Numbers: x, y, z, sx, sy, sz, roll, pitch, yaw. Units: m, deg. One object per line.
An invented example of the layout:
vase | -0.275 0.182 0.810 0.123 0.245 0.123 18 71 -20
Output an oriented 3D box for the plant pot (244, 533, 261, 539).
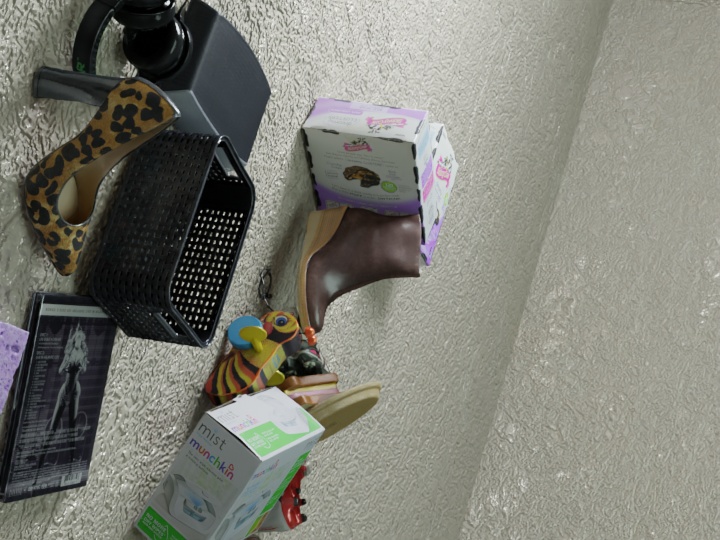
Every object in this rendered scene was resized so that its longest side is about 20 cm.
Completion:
plant pot | -0.125 0.459 1.608 0.200 0.196 0.202 11 90 -71

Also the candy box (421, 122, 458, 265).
candy box | 0.099 -0.135 2.062 0.168 0.071 0.202 54 51 -65

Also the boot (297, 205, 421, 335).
boot | 0.000 0.000 1.637 0.073 0.165 0.202 86 9 -62

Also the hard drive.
hard drive | -0.159 -0.203 1.350 0.200 0.042 0.136 55 50 -65

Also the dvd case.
dvd case | -0.298 0.123 1.185 0.149 0.016 0.202 10 92 -71

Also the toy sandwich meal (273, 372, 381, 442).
toy sandwich meal | -0.065 0.193 1.689 0.071 0.204 0.205 60 12 15

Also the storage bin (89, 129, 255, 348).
storage bin | -0.193 -0.035 1.253 0.135 0.093 0.202 65 35 -60

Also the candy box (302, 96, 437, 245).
candy box | 0.018 -0.141 1.702 0.201 0.166 0.072 81 27 -47

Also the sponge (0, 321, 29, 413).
sponge | -0.354 0.134 1.014 0.112 0.030 0.202 44 60 -68

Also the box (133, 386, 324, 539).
box | -0.157 0.249 1.460 0.177 0.096 0.200 -55 165 14

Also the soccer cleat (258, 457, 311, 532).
soccer cleat | -0.121 0.310 1.740 0.201 0.084 0.069 -92 164 -61

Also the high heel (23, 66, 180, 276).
high heel | -0.228 -0.078 1.073 0.071 0.141 0.202 -40 138 -61

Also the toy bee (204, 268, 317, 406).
toy bee | -0.118 0.092 1.546 0.131 0.108 0.202 42 61 -66

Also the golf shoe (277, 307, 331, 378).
golf shoe | -0.083 0.121 1.711 0.200 0.076 0.089 90 -9 -68

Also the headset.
headset | -0.214 -0.249 1.161 0.200 0.093 0.124 -51 155 -25
